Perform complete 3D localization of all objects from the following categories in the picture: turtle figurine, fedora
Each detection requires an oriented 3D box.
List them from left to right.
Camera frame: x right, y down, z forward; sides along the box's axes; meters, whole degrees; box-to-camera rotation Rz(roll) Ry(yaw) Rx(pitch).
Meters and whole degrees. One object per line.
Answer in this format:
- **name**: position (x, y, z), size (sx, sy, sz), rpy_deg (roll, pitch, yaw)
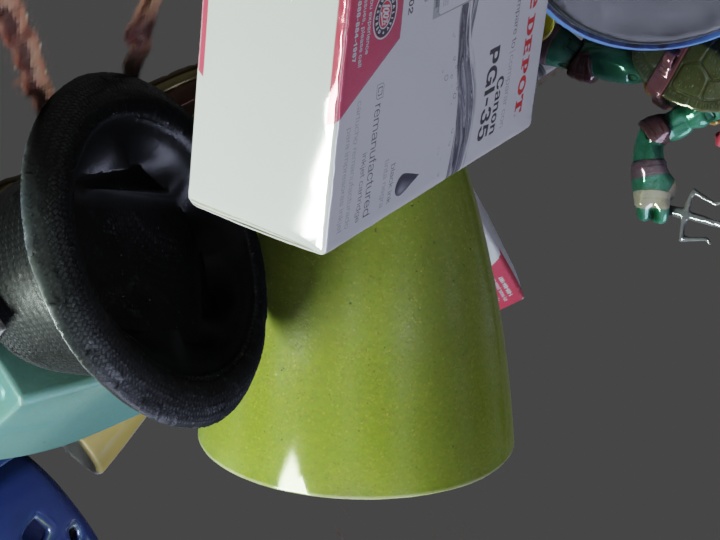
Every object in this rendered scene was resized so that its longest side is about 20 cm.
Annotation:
- **fedora**: position (-0.132, -0.003, 1.080), size (0.091, 0.202, 0.200), rpy_deg (-14, -172, 27)
- **turtle figurine**: position (0.194, -0.114, 1.268), size (0.150, 0.199, 0.101), rpy_deg (-41, 156, -33)

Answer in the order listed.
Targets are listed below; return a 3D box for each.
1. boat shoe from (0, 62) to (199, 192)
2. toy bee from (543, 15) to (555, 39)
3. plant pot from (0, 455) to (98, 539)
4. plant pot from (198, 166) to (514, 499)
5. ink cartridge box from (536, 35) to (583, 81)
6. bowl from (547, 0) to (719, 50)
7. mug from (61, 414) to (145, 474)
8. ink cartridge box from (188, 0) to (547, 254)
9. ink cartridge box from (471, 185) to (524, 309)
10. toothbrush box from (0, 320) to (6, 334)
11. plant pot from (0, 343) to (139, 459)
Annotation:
- **boat shoe**: position (-0.147, -0.042, 1.171), size (0.199, 0.068, 0.072), rpy_deg (-36, 178, -4)
- **toy bee**: position (0.047, -0.156, 1.263), size (0.199, 0.109, 0.131), rpy_deg (-26, -139, -8)
- **plant pot**: position (-0.307, 0.181, 1.421), size (0.199, 0.181, 0.199), rpy_deg (14, -143, 44)
- **plant pot**: position (0.000, 0.000, 1.204), size (0.185, 0.202, 0.187), rpy_deg (1, -163, 0)
- **ink cartridge box**: position (0.052, -0.146, 1.396), size (0.199, 0.083, 0.146), rpy_deg (-35, -164, -20)
- **bowl**: position (0.170, -0.206, 1.152), size (0.200, 0.200, 0.040), rpy_deg (-37, -143, 21)
- **mug**: position (-0.174, 0.048, 1.513), size (0.153, 0.186, 0.150), rpy_deg (-44, 136, -15)
- **ink cartridge box**: position (0.011, -0.116, 1.007), size (0.200, 0.082, 0.148), rpy_deg (-33, 137, -49)
- **ink cartridge box**: position (-0.002, 0.003, 1.466), size (0.199, 0.086, 0.148), rpy_deg (-28, 151, 6)
- **toothbrush box**: position (-0.280, 0.062, 1.074), size (0.146, 0.086, 0.200), rpy_deg (-35, 176, -30)
- **plant pot**: position (-0.177, 0.027, 1.280), size (0.199, 0.142, 0.141), rpy_deg (-29, 174, -47)
